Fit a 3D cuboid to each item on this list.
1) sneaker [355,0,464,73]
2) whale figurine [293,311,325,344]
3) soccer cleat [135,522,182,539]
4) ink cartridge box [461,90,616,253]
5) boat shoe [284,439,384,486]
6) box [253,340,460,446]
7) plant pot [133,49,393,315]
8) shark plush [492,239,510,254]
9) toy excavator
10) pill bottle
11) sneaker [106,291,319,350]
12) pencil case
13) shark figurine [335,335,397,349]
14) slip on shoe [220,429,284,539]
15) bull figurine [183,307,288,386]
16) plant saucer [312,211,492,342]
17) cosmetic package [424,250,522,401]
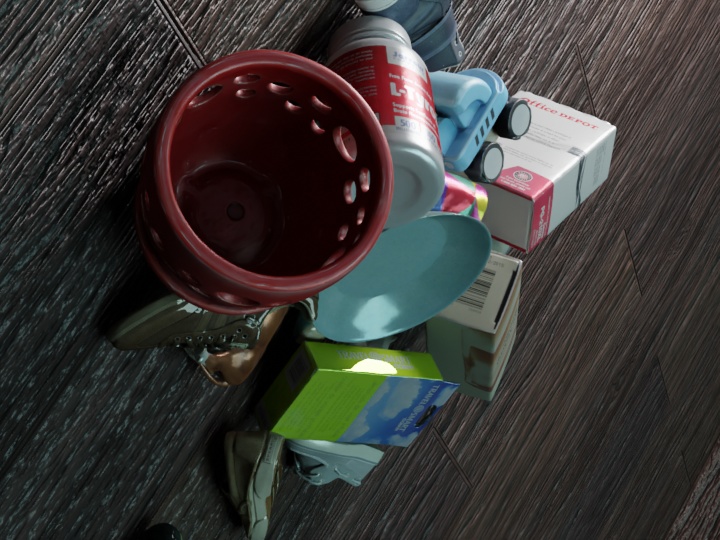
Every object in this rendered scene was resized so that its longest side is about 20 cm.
[{"bbox_3d":[0.084,-0.298,1.446,0.202,0.077,0.146,-47,136,-13],"label":"sneaker"},{"bbox_3d":[0.000,0.000,1.538,0.200,0.104,0.159,-35,176,-11],"label":"whale figurine"},{"bbox_3d":[-0.249,0.326,1.381,0.200,0.067,0.081,-53,136,-22],"label":"soccer cleat"},{"bbox_3d":[0.198,-0.124,1.713,0.200,0.144,0.085,-39,143,-40],"label":"ink cartridge box"},{"bbox_3d":[-0.039,0.220,1.646,0.072,0.070,0.201,-61,149,1],"label":"boat shoe"},{"bbox_3d":[-0.003,0.138,1.550,0.199,0.048,0.122,9,132,-37],"label":"box"},{"bbox_3d":[-0.095,-0.063,1.182,0.201,0.200,0.182,-53,-170,-22],"label":"plant pot"},{"bbox_3d":[0.155,-0.033,1.834,0.083,0.091,0.200,-64,180,40],"label":"shark plush"},{"bbox_3d":[0.078,-0.169,1.550,0.195,0.100,0.200,-58,138,-18],"label":"toy excavator"},{"bbox_3d":[0.016,-0.147,1.339,0.113,0.112,0.201,76,6,-49],"label":"pill bottle"},{"bbox_3d":[-0.129,0.043,1.281,0.199,0.076,0.070,-23,179,-16],"label":"sneaker"},{"bbox_3d":[0.034,-0.080,1.446,0.199,0.088,0.089,21,93,-24],"label":"pencil case"},{"bbox_3d":[0.028,0.098,1.643,0.214,0.089,0.129,-41,158,-58],"label":"shark figurine"},{"bbox_3d":[-0.122,0.233,1.535,0.200,0.060,0.076,100,3,-59],"label":"slip on shoe"},{"bbox_3d":[-0.107,0.019,1.390,0.121,0.065,0.201,32,80,-57],"label":"bull figurine"},{"bbox_3d":[0.035,-0.003,1.414,0.200,0.039,0.201,-20,149,-12],"label":"plant saucer"},{"bbox_3d":[0.131,0.062,1.640,0.200,0.087,0.104,82,28,-64],"label":"cosmetic package"}]
